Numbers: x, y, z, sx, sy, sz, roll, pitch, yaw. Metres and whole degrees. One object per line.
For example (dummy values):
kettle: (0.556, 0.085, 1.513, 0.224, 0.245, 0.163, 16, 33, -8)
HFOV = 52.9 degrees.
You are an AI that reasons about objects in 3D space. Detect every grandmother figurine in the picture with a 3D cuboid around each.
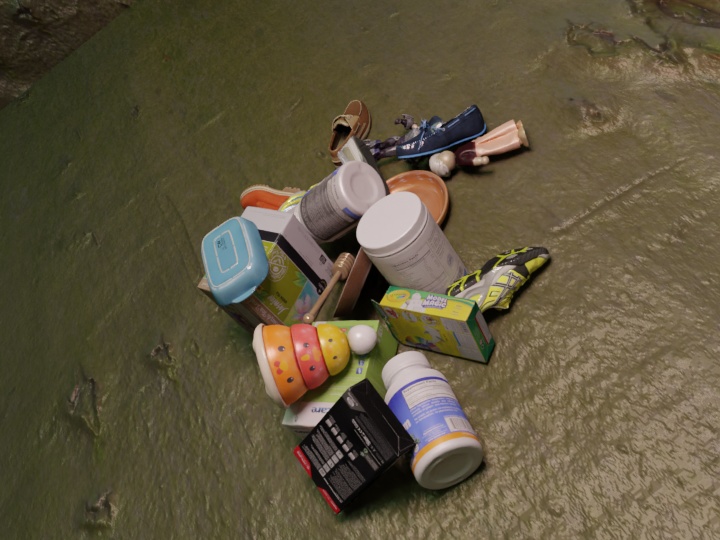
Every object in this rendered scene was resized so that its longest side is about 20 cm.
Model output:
grandmother figurine: (0.232, -0.241, 1.447, 0.198, 0.061, 0.121, -19, 16, 15)

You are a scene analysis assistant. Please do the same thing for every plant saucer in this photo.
plant saucer: (0.089, -0.114, 1.460, 0.198, 0.038, 0.202, -18, 48, 20)
plant saucer: (0.000, 0.000, 1.353, 0.034, 0.201, 0.202, 21, 64, 0)

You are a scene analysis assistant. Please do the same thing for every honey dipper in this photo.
honey dipper: (-0.063, 0.038, 1.396, 0.038, 0.038, 0.201, -4, 36, 30)

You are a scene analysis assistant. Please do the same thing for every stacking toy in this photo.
stacking toy: (-0.069, 0.132, 1.206, 0.198, 0.147, 0.147, -19, 46, 0)

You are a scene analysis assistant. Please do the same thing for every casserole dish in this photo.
casserole dish: (-0.236, -0.025, 1.318, 0.120, 0.039, 0.201, -32, 45, 8)

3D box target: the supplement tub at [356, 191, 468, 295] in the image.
supplement tub: (0.095, -0.024, 1.262, 0.131, 0.200, 0.133, -23, 39, 20)

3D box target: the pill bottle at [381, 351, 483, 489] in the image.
pill bottle: (0.103, 0.227, 1.133, 0.112, 0.112, 0.201, -33, 45, 6)

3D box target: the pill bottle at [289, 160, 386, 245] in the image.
pill bottle: (-0.051, -0.123, 1.414, 0.199, 0.113, 0.115, -28, 39, 48)

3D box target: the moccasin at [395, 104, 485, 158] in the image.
moccasin: (0.158, -0.287, 1.488, 0.198, 0.069, 0.080, -23, 19, -15)

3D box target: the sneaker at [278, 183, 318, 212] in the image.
sneaker: (-0.084, -0.131, 1.543, 0.199, 0.076, 0.105, -36, 50, -15)

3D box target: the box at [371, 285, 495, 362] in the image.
box: (0.119, 0.088, 1.226, 0.198, 0.118, 0.049, 8, 53, 37)

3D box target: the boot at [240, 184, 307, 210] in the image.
boot: (-0.209, -0.133, 1.647, 0.198, 0.075, 0.108, 7, 65, 35)

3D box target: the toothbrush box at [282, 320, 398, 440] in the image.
toothbrush box: (-0.033, 0.194, 1.265, 0.144, 0.086, 0.202, -5, 53, 31)

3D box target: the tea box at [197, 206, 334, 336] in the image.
tea box: (-0.173, 0.016, 1.413, 0.133, 0.200, 0.198, 12, 65, 38)

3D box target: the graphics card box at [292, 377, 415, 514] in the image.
graphics card box: (-0.015, 0.272, 1.114, 0.126, 0.051, 0.200, 51, 131, 18)

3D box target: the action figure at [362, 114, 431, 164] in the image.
action figure: (0.080, -0.272, 1.569, 0.198, 0.070, 0.131, -15, 45, 19)

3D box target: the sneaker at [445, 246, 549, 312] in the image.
sneaker: (0.240, 0.022, 1.241, 0.199, 0.077, 0.075, -28, 9, -10)

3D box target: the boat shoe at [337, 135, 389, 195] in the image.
boat shoe: (0.004, -0.187, 1.492, 0.065, 0.074, 0.203, -37, 57, 26)

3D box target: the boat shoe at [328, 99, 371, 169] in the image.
boat shoe: (-0.028, -0.325, 1.673, 0.075, 0.074, 0.202, -9, 53, 27)
